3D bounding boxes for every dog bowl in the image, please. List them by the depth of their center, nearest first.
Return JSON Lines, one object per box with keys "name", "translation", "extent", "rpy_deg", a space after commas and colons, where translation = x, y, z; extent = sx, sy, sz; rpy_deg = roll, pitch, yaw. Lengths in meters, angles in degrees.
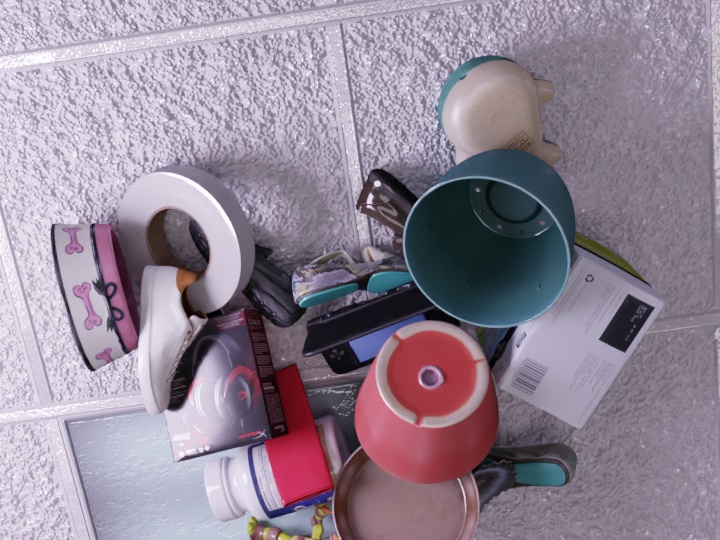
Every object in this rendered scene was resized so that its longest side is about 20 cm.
{"name": "dog bowl", "translation": [-0.342, 0.027, 1.231], "extent": [0.074, 0.200, 0.201], "rpy_deg": [-14, 109, -9]}

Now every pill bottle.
{"name": "pill bottle", "translation": [-0.117, 0.293, 1.358], "extent": [0.199, 0.120, 0.120], "rpy_deg": [-17, 108, 5]}

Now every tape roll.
{"name": "tape roll", "translation": [-0.233, -0.040, 1.242], "extent": [0.202, 0.037, 0.203], "rpy_deg": [12, 117, 25]}

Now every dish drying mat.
{"name": "dish drying mat", "translation": [-0.098, 0.228, 1.311], "extent": [0.077, 0.200, 0.018], "rpy_deg": [-23, 144, 2]}

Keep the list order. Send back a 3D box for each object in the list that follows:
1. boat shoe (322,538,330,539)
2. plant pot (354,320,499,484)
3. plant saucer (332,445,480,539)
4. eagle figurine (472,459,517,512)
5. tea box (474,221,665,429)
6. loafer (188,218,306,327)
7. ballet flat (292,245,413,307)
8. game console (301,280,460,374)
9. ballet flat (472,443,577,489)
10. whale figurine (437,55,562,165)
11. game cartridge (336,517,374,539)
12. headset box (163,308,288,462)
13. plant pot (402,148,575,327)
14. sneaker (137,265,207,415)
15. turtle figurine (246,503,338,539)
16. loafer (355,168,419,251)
{"name": "boat shoe", "translation": [0.010, 0.439, 1.439], "extent": [0.199, 0.062, 0.075], "rpy_deg": [-5, 109, 1]}
{"name": "plant pot", "translation": [0.089, 0.164, 1.223], "extent": [0.200, 0.177, 0.201], "rpy_deg": [-1, 64, 1]}
{"name": "plant saucer", "translation": [0.063, 0.321, 1.277], "extent": [0.200, 0.035, 0.201], "rpy_deg": [-2, 70, 6]}
{"name": "eagle figurine", "translation": [0.119, 0.322, 1.365], "extent": [0.152, 0.151, 0.200], "rpy_deg": [27, 92, -31]}
{"name": "tea box", "translation": [0.269, 0.062, 1.248], "extent": [0.133, 0.197, 0.200], "rpy_deg": [27, 105, -10]}
{"name": "loafer", "translation": [-0.151, -0.008, 1.292], "extent": [0.201, 0.068, 0.070], "rpy_deg": [44, 64, -5]}
{"name": "ballet flat", "translation": [0.000, 0.000, 1.285], "extent": [0.200, 0.072, 0.072], "rpy_deg": [-9, 110, -19]}
{"name": "game console", "translation": [0.034, 0.092, 1.265], "extent": [0.199, 0.117, 0.176], "rpy_deg": [-21, 134, 6]}
{"name": "ballet flat", "translation": [0.225, 0.288, 1.389], "extent": [0.199, 0.064, 0.068], "rpy_deg": [-7, 111, 31]}
{"name": "whale figurine", "translation": [0.182, -0.196, 1.227], "extent": [0.159, 0.104, 0.200], "rpy_deg": [-42, 129, 12]}
{"name": "game cartridge", "translation": [-0.011, 0.464, 1.343], "extent": [0.176, 0.032, 0.200], "rpy_deg": [-47, 137, -19]}
{"name": "headset box", "translation": [-0.198, 0.148, 1.292], "extent": [0.148, 0.075, 0.201], "rpy_deg": [-15, 82, 12]}
{"name": "plant pot", "translation": [0.172, -0.057, 1.148], "extent": [0.200, 0.161, 0.201], "rpy_deg": [12, 124, 18]}
{"name": "sneaker", "translation": [-0.245, 0.095, 1.226], "extent": [0.084, 0.073, 0.201], "rpy_deg": [3, 102, -3]}
{"name": "turtle figurine", "translation": [-0.093, 0.411, 1.409], "extent": [0.161, 0.201, 0.064], "rpy_deg": [3, 154, 15]}
{"name": "loafer", "translation": [0.075, -0.054, 1.278], "extent": [0.200, 0.073, 0.071], "rpy_deg": [41, 109, -5]}
